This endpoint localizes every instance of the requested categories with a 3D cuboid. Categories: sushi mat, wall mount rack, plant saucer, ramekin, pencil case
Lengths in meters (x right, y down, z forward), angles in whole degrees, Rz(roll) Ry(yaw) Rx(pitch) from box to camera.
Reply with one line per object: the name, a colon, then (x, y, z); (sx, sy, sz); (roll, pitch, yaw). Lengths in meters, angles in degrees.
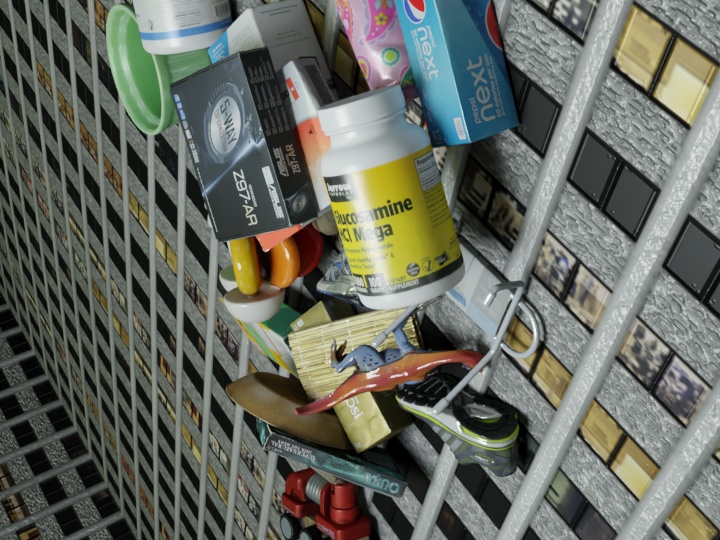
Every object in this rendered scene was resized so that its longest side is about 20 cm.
sushi mat: (-0.004, 0.107, 1.261); (0.199, 0.012, 0.096); (-16, 93, 32)
wall mount rack: (0.096, 0.047, 1.063); (0.200, 0.074, 0.175); (47, 132, 36)
plant saucer: (-0.088, 0.185, 1.347); (0.200, 0.199, 0.036); (28, 96, 50)
ramekin: (-0.307, -0.319, 1.507); (0.200, 0.097, 0.201); (38, 139, 43)
pencil case: (0.021, -0.270, 0.993); (0.087, 0.087, 0.202); (-17, 93, 61)

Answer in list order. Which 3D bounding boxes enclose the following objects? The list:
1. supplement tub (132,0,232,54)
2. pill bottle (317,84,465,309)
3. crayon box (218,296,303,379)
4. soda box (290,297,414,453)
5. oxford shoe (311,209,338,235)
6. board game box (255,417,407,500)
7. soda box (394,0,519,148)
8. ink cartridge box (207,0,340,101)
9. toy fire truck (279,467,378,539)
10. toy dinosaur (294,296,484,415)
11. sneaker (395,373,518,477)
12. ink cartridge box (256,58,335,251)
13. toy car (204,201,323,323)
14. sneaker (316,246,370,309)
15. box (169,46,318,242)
supplement tub: (-0.252, -0.405, 1.321); (0.132, 0.131, 0.202); (21, 127, 53)
pill bottle: (0.026, -0.073, 0.956); (0.112, 0.112, 0.202); (4, 115, 59)
crayon box: (-0.121, 0.096, 1.471); (0.199, 0.052, 0.126); (26, 153, 50)
soda box: (-0.012, 0.139, 1.319); (0.068, 0.064, 0.201); (-37, 75, 30)
oxford shoe: (-0.011, -0.097, 1.177); (0.075, 0.070, 0.201); (53, 148, 22)
board game box: (-0.042, 0.243, 1.315); (0.135, 0.199, 0.028); (-138, 71, -77)
soda box: (0.086, -0.224, 0.926); (0.064, 0.067, 0.202); (3, 111, 58)
ink cartridge box: (-0.101, -0.218, 1.233); (0.145, 0.083, 0.202); (-18, 93, 59)
toy fire truck: (-0.068, 0.348, 1.538); (0.176, 0.128, 0.202); (16, 111, 56)
toy dinosaur: (0.052, 0.122, 1.140); (0.181, 0.201, 0.105); (6, 146, 49)
sneaker: (0.112, 0.186, 1.157); (0.200, 0.073, 0.082); (25, 133, 54)
ink cartridge box: (-0.096, -0.130, 1.147); (0.199, 0.050, 0.163); (-30, 85, 34)
toy car: (-0.126, -0.040, 1.323); (0.200, 0.149, 0.177); (-121, 21, -68)
sneaker: (0.000, 0.000, 1.231); (0.200, 0.076, 0.086); (-179, 108, -77)
box: (-0.139, -0.141, 1.136); (0.160, 0.043, 0.202); (-7, 102, 50)
